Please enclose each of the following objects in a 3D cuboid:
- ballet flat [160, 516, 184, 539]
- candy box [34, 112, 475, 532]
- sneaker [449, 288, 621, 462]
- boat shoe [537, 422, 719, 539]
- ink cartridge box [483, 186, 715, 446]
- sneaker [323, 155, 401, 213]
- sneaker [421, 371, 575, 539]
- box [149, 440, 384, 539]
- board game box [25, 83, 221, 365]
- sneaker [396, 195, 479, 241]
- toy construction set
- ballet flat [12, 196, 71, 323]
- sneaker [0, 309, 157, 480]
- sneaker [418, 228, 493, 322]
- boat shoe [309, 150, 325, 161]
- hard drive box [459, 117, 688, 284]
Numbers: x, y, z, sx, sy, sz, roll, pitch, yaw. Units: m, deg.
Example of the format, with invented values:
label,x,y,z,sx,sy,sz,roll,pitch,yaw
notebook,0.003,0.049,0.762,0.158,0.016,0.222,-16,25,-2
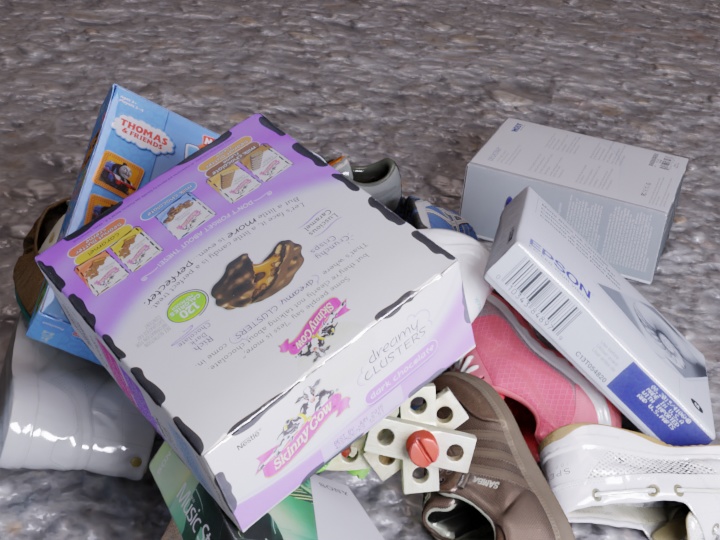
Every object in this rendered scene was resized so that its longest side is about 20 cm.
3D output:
label,x,y,z,sx,sy,sz,roll,pitch,yaw
ballet flat,-0.095,0.200,0.606,0.066,0.069,0.200,-13,31,-14
candy box,-0.062,0.017,0.655,0.167,0.072,0.200,-35,47,-18
sneaker,0.099,0.074,0.869,0.086,0.075,0.199,-18,37,-36
boat shoe,0.210,0.155,0.763,0.196,0.071,0.070,10,53,-11
ink cartridge box,0.182,0.026,0.876,0.199,0.041,0.200,43,21,-5
sneaker,-0.051,-0.069,1.097,0.197,0.081,0.074,-7,32,-21
sneaker,0.068,0.133,0.757,0.074,0.072,0.200,-5,30,-19
box,-0.023,0.171,0.632,0.143,0.037,0.200,28,11,-38
board game box,-0.131,-0.018,0.809,0.149,0.037,0.203,24,51,-20
sneaker,0.068,-0.024,1.016,0.076,0.077,0.200,13,14,-3
toy construction set,-0.008,0.093,0.721,0.130,0.093,0.200,31,-5,-12
ballet flat,-0.210,-0.012,0.842,0.067,0.073,0.200,23,9,-19
sneaker,-0.191,0.083,0.810,0.114,0.075,0.200,13,20,-21
sneaker,0.000,0.000,0.866,0.197,0.071,0.081,14,54,24
boat shoe,-0.057,-0.020,0.789,0.071,0.068,0.201,34,49,-8
hard drive box,0.215,-0.076,1.168,0.197,0.078,0.156,17,29,17
